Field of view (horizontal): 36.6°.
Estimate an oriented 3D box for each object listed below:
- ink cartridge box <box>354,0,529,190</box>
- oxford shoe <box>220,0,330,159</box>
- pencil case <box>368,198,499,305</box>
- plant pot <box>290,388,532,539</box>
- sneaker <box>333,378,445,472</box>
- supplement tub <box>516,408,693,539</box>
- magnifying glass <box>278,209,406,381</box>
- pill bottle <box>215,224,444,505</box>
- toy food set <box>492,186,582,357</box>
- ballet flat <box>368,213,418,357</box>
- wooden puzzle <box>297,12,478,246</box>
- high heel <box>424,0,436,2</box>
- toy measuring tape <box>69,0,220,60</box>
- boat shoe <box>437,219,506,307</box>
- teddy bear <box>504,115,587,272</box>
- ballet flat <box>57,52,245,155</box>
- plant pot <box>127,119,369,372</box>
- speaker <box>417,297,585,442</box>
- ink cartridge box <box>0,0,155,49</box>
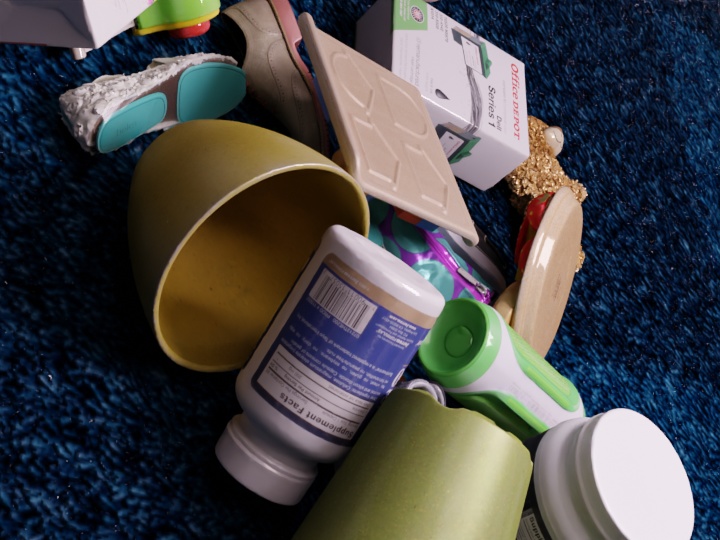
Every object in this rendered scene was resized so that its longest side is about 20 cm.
[{"bbox_3d":[0.091,-0.201,1.213,0.198,0.084,0.148,23,52,-28],"label":"ink cartridge box"},{"bbox_3d":[-0.083,-0.175,1.075,0.074,0.071,0.203,-16,75,-17],"label":"oxford shoe"},{"bbox_3d":[0.046,-0.023,1.060,0.201,0.092,0.085,49,43,-4],"label":"pencil case"},{"bbox_3d":[0.036,0.197,0.794,0.199,0.199,0.192,33,71,-20],"label":"plant pot"},{"bbox_3d":[0.009,0.098,0.936,0.075,0.113,0.203,-10,72,-44],"label":"sneaker"},{"bbox_3d":[0.172,0.213,0.944,0.139,0.199,0.143,21,52,-30],"label":"supplement tub"},{"bbox_3d":[-0.019,0.026,0.995,0.022,0.079,0.202,-39,104,-30],"label":"magnifying glass"},{"bbox_3d":[-0.029,0.077,0.850,0.110,0.202,0.111,32,8,-5],"label":"pill bottle"},{"bbox_3d":[0.178,0.013,1.103,0.197,0.048,0.204,4,101,-70],"label":"toy food set"},{"bbox_3d":[0.000,0.000,1.000,0.202,0.062,0.067,56,30,-6],"label":"ballet flat"},{"bbox_3d":[0.018,-0.118,0.983,0.199,0.046,0.188,26,39,-49],"label":"wooden puzzle"},{"bbox_3d":[0.024,-0.401,1.286,0.198,0.067,0.097,32,58,-18],"label":"high heel"},{"bbox_3d":[-0.184,-0.238,1.000,0.074,0.073,0.200,49,40,-5],"label":"toy measuring tape"},{"bbox_3d":[0.085,-0.049,1.129,0.200,0.070,0.067,44,36,-11],"label":"boat shoe"},{"bbox_3d":[0.219,-0.095,1.272,0.144,0.066,0.203,29,50,-28],"label":"teddy bear"},{"bbox_3d":[-0.185,-0.161,0.967,0.199,0.072,0.072,-29,85,-48],"label":"ballet flat"},{"bbox_3d":[-0.112,-0.041,0.885,0.198,0.202,0.142,-7,42,-43],"label":"plant pot"},{"bbox_3d":[0.131,0.101,0.983,0.200,0.087,0.090,40,41,-44],"label":"speaker"},{"bbox_3d":[-0.227,-0.270,0.948,0.201,0.114,0.068,-57,146,-45],"label":"ink cartridge box"}]
